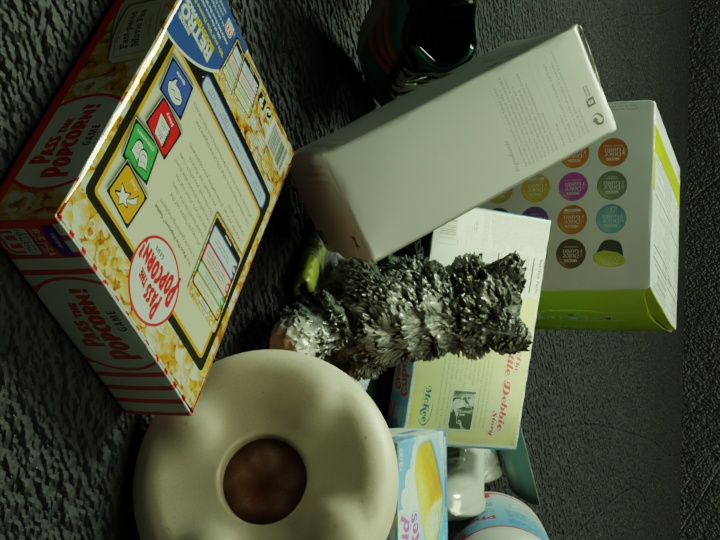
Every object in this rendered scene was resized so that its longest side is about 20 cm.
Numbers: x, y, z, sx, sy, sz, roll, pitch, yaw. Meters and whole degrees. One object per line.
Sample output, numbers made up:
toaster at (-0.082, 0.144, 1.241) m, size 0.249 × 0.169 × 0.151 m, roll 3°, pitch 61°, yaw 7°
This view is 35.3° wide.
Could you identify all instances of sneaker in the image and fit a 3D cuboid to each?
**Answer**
sneaker at (0.044, -0.171, 0.862) m, size 0.201 × 0.070 × 0.081 m, roll 103°, pitch -27°, yaw -62°
sneaker at (0.082, 0.173, 1.030) m, size 0.200 × 0.070 × 0.081 m, roll -31°, pitch 112°, yaw -73°

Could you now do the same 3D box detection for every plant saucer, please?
plant saucer at (0.145, 0.141, 1.152) m, size 0.200 × 0.027 × 0.203 m, roll -15°, pitch 90°, yaw -85°

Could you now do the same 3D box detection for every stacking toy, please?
stacking toy at (-0.045, 0.144, 0.682) m, size 0.200 × 0.144 × 0.148 m, roll 79°, pitch 18°, yaw -67°

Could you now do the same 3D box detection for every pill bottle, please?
pill bottle at (0.119, 0.265, 0.973) m, size 0.200 × 0.107 × 0.110 m, roll -48°, pitch 135°, yaw -88°

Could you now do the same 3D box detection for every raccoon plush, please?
raccoon plush at (0.040, 0.044, 0.783) m, size 0.200 × 0.132 × 0.098 m, roll -45°, pitch 131°, yaw -59°

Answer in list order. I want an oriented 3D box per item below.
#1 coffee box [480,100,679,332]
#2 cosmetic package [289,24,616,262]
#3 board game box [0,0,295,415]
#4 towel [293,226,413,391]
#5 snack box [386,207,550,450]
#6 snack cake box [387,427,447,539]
coffee box at (0.231, -0.049, 1.219) m, size 0.200 × 0.197 × 0.201 m, roll 34°, pitch 59°, yaw -63°
cosmetic package at (0.058, -0.086, 0.774) m, size 0.082 × 0.198 × 0.113 m, roll 66°, pitch -16°, yaw -12°
board game box at (-0.105, -0.048, 0.610) m, size 0.152 × 0.046 × 0.201 m, roll 66°, pitch 32°, yaw -43°
towel at (0.000, 0.000, 0.890) m, size 0.201 × 0.022 × 0.145 m, roll -63°, pitch 145°, yaw -49°
snack box at (0.092, 0.048, 0.962) m, size 0.115 × 0.037 × 0.203 m, roll 8°, pitch 92°, yaw -25°
snack cake box at (0.019, 0.226, 0.865) m, size 0.115 × 0.066 × 0.203 m, roll 7°, pitch 82°, yaw -68°
